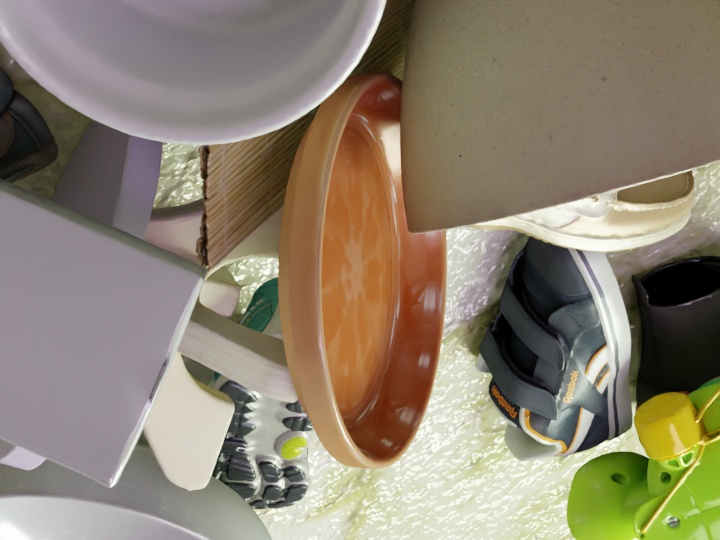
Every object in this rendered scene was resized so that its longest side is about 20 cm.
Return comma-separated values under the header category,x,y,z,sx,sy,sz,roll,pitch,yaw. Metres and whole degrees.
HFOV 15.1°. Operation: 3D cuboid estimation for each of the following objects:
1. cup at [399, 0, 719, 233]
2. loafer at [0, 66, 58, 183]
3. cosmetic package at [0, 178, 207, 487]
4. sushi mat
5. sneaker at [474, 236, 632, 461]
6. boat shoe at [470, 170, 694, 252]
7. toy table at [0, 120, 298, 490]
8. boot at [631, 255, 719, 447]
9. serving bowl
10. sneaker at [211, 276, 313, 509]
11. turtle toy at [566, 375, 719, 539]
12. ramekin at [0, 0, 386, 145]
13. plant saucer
category,x,y,z,sx,sy,sz,roll,pitch,yaw
cup,0.104,-0.112,1.371,0.200,0.200,0.144,-15,93,-13
loafer,-0.240,-0.021,1.371,0.200,0.072,0.063,-38,119,9
cosmetic package,-0.183,0.011,1.295,0.200,0.081,0.113,25,93,-5
sushi mat,-0.024,-0.085,1.377,0.200,0.012,0.096,-43,148,-43
sneaker,0.113,0.047,1.611,0.079,0.078,0.200,-25,139,-11
boat shoe,0.107,-0.060,1.509,0.200,0.074,0.069,3,135,-28
toy table,-0.107,0.019,1.419,0.117,0.184,0.200,16,114,-22
boot,0.264,0.035,1.682,0.200,0.078,0.139,-20,132,-9
serving bowl,-0.137,0.149,1.558,0.200,0.066,0.200,10,149,6
sneaker,-0.057,0.077,1.559,0.077,0.080,0.200,11,145,-11
turtle toy,0.218,0.125,1.640,0.200,0.101,0.146,-21,103,11
ramekin,-0.075,-0.168,1.244,0.200,0.098,0.201,5,117,10
plant saucer,0.000,0.000,1.384,0.032,0.201,0.200,2,141,20
